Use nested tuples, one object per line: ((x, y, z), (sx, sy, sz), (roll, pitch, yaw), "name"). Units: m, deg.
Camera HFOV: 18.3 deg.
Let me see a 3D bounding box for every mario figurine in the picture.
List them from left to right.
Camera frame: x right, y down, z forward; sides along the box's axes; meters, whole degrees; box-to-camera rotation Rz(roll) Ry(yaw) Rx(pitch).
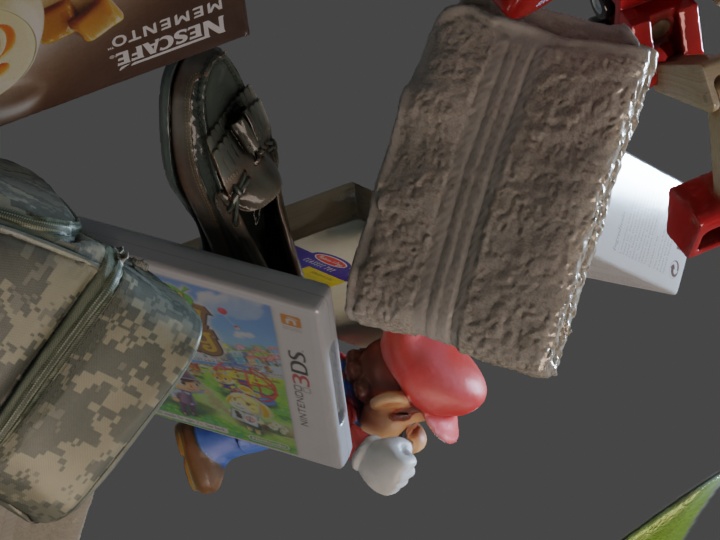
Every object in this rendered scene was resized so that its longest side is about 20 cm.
((-0.013, 0.102, 1.451), (0.200, 0.124, 0.106), (-13, 156, 12), "mario figurine")

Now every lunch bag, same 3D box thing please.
((-0.193, 0.016, 1.105), (0.168, 0.200, 0.139), (36, 88, -24), "lunch bag")

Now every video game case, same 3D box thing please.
((-0.106, 0.039, 1.288), (0.200, 0.022, 0.182), (15, 149, 14), "video game case")

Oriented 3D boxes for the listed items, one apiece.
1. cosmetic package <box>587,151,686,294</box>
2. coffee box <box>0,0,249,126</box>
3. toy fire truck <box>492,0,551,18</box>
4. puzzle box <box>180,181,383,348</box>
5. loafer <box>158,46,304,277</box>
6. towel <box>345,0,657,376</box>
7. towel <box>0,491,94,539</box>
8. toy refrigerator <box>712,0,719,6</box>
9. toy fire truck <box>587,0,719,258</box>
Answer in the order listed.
((0.116, -0.047, 1.374), (0.200, 0.101, 0.071), (21, 83, -52), "cosmetic package")
((-0.162, -0.140, 1.056), (0.200, 0.080, 0.114), (-21, 148, -12), "coffee box")
((0.116, -0.223, 1.154), (0.200, 0.112, 0.168), (-44, 170, 24), "toy fire truck")
((0.000, 0.000, 1.391), (0.133, 0.025, 0.200), (-18, 156, 30), "puzzle box")
((-0.061, -0.041, 1.246), (0.072, 0.063, 0.200), (-53, 147, -40), "loafer")
((0.077, -0.051, 1.245), (0.034, 0.132, 0.200), (16, 91, -64), "towel")
((-0.228, 0.118, 1.381), (0.132, 0.034, 0.200), (9, 140, -13), "towel")
((0.289, -0.197, 1.343), (0.200, 0.070, 0.076), (1, 138, -38), "toy refrigerator")
((0.185, -0.119, 1.293), (0.049, 0.141, 0.200), (-21, 144, -13), "toy fire truck")
